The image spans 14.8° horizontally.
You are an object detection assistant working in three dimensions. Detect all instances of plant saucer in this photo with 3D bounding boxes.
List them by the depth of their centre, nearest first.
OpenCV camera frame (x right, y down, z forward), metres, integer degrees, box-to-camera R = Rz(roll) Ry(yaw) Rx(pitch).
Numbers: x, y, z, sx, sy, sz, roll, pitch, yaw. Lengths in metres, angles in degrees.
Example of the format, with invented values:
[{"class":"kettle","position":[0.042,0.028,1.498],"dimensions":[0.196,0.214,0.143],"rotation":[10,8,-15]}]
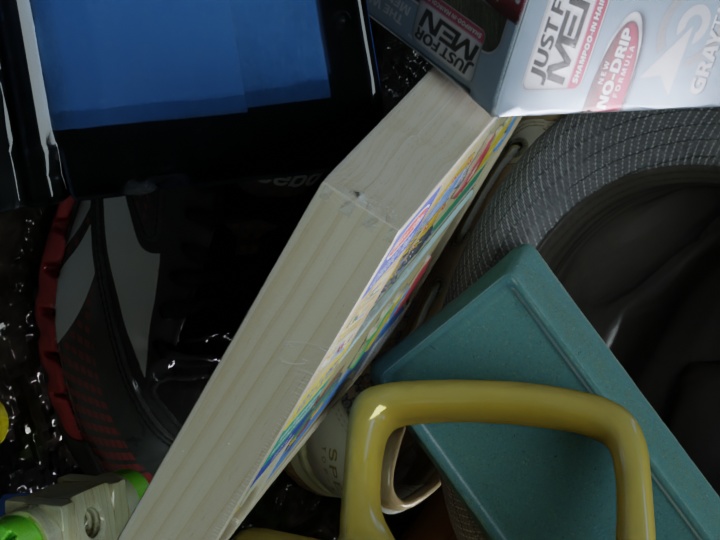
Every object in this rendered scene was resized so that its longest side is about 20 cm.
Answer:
[{"class":"plant saucer","position":[0.083,0.091,0.858],"dimensions":[0.070,0.200,0.019],"rotation":[-39,171,17]}]

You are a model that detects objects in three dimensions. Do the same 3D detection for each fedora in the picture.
[{"class":"fedora","position":[0.116,0.039,0.902],"dimensions":[0.090,0.176,0.201],"rotation":[-7,108,-72]}]

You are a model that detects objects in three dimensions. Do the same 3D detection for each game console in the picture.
[{"class":"game console","position":[-0.107,-0.111,0.757],"dimensions":[0.170,0.118,0.201],"rotation":[-15,99,-33]}]

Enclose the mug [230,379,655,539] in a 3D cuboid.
[{"class":"mug","position":[0.035,0.136,0.797],"dimensions":[0.149,0.153,0.187],"rotation":[-39,129,-73]}]

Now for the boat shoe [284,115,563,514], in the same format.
[{"class":"boat shoe","position":[0.052,0.003,0.957],"dimensions":[0.073,0.063,0.200],"rotation":[46,73,-34]}]

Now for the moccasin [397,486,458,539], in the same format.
[{"class":"moccasin","position":[0.058,0.112,0.979],"dimensions":[0.074,0.078,0.202],"rotation":[39,77,-36]}]

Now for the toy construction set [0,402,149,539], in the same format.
[{"class":"toy construction set","position":[-0.102,0.137,0.840],"dimensions":[0.092,0.131,0.201],"rotation":[-44,131,-54]}]

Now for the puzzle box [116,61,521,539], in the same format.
[{"class":"puzzle box","position":[0.000,0.000,0.806],"dimensions":[0.133,0.025,0.200],"rotation":[-60,175,27]}]

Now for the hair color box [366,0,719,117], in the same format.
[{"class":"hair color box","position":[0.091,-0.098,0.837],"dimensions":[0.200,0.099,0.061],"rotation":[-6,124,-40]}]

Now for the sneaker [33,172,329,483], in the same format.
[{"class":"sneaker","position":[-0.050,-0.016,0.855],"dimensions":[0.071,0.098,0.201],"rotation":[-3,104,-38]}]
